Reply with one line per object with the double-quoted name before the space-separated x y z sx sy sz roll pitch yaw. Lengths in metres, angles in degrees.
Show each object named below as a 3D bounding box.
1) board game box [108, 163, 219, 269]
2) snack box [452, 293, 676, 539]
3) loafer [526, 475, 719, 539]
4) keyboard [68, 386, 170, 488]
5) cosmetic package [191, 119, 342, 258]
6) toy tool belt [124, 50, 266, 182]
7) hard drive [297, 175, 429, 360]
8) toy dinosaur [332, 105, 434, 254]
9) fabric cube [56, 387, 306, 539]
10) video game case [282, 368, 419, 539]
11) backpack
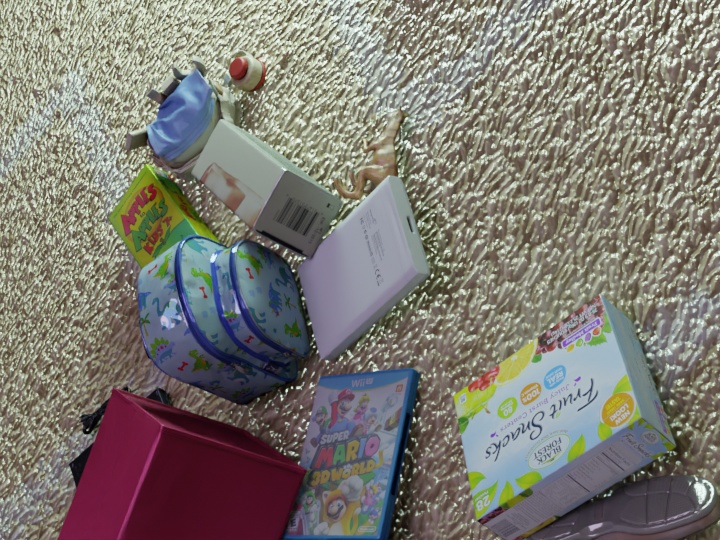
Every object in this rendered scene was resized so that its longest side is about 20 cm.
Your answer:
"board game box" -0.271 -0.048 1.714 0.102 0.047 0.200 -52 50 14
"snack box" 0.195 0.148 1.219 0.199 0.067 0.170 -38 35 25
"loafer" 0.258 0.249 1.179 0.198 0.063 0.072 -20 25 32
"keyboard" -0.333 0.228 1.692 0.199 0.021 0.128 -39 60 22
"cosmetic package" -0.122 -0.105 1.550 0.088 0.103 0.200 -58 37 7
"toy tool belt" -0.228 -0.226 1.687 0.200 0.122 0.125 -50 51 15
"hard drive" 0.000 0.000 1.451 0.200 0.026 0.133 -43 52 40
"toy dinosaur" 0.025 -0.108 1.481 0.105 0.060 0.203 -16 66 33
"fabric cube" -0.211 0.277 1.425 0.199 0.195 0.202 16 84 62
"video game case" -0.011 0.211 1.401 0.142 0.018 0.202 -9 56 38
"backpack" -0.165 0.049 1.492 0.146 0.199 0.185 -31 57 28
